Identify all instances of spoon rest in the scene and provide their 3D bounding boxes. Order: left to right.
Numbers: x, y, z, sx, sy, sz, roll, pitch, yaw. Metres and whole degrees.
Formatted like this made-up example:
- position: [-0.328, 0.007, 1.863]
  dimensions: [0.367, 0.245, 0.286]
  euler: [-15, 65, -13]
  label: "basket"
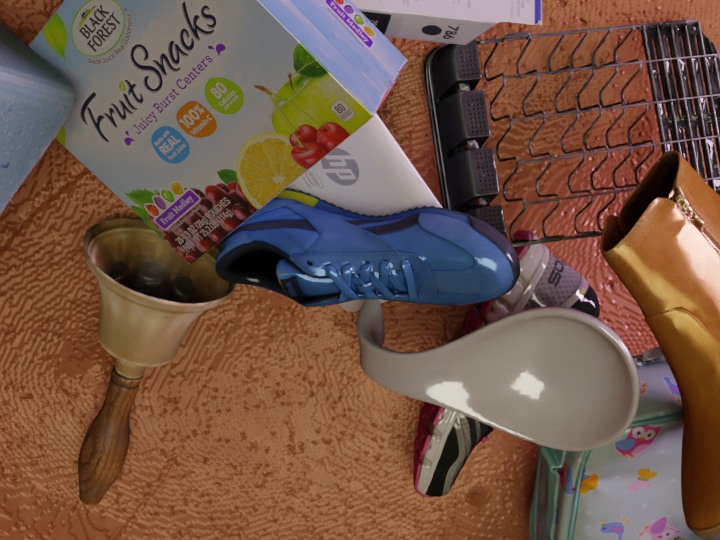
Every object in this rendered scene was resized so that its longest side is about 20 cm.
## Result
- position: [0.079, 0.061, 0.774]
  dimensions: [0.198, 0.061, 0.101]
  euler: [8, 120, 30]
  label: "spoon rest"

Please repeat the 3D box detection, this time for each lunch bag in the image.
- position: [0.196, 0.142, 0.855]
  dimensions: [0.158, 0.077, 0.202]
  euler: [-7, 127, -9]
  label: "lunch bag"

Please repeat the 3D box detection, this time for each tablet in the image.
- position: [-0.024, -0.064, 0.795]
  dimensions: [0.129, 0.014, 0.201]
  euler: [-21, 113, 44]
  label: "tablet"

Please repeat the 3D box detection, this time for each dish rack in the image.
- position: [0.150, -0.089, 0.809]
  dimensions: [0.197, 0.055, 0.156]
  euler: [-8, 86, -10]
  label: "dish rack"

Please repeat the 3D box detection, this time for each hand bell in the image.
- position: [-0.159, 0.078, 0.835]
  dimensions: [0.103, 0.104, 0.202]
  euler: [15, 116, -10]
  label: "hand bell"

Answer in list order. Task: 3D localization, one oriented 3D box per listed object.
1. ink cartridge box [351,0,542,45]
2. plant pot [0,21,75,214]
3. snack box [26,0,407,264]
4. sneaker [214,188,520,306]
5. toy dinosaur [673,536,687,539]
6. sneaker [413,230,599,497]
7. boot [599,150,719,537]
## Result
- position: [0.015, -0.198, 0.768]
  dimensions: [0.197, 0.039, 0.101]
  euler: [5, 72, -6]
  label: "ink cartridge box"
- position: [-0.319, -0.093, 0.661]
  dimensions: [0.195, 0.200, 0.197]
  euler: [41, 99, 18]
  label: "plant pot"
- position: [-0.099, -0.118, 0.730]
  dimensions: [0.169, 0.068, 0.199]
  euler: [44, 134, -14]
  label: "snack box"
- position: [0.000, 0.000, 0.767]
  dimensions: [0.198, 0.079, 0.067]
  euler: [10, 129, 27]
  label: "sneaker"
- position: [0.223, 0.239, 0.819]
  dimensions: [0.198, 0.060, 0.107]
  euler: [23, 92, 15]
  label: "toy dinosaur"
- position: [0.103, 0.078, 0.858]
  dimensions: [0.087, 0.074, 0.202]
  euler: [25, 96, -6]
  label: "sneaker"
- position: [0.191, 0.038, 0.731]
  dimensions: [0.144, 0.070, 0.203]
  euler: [39, 55, -19]
  label: "boot"
